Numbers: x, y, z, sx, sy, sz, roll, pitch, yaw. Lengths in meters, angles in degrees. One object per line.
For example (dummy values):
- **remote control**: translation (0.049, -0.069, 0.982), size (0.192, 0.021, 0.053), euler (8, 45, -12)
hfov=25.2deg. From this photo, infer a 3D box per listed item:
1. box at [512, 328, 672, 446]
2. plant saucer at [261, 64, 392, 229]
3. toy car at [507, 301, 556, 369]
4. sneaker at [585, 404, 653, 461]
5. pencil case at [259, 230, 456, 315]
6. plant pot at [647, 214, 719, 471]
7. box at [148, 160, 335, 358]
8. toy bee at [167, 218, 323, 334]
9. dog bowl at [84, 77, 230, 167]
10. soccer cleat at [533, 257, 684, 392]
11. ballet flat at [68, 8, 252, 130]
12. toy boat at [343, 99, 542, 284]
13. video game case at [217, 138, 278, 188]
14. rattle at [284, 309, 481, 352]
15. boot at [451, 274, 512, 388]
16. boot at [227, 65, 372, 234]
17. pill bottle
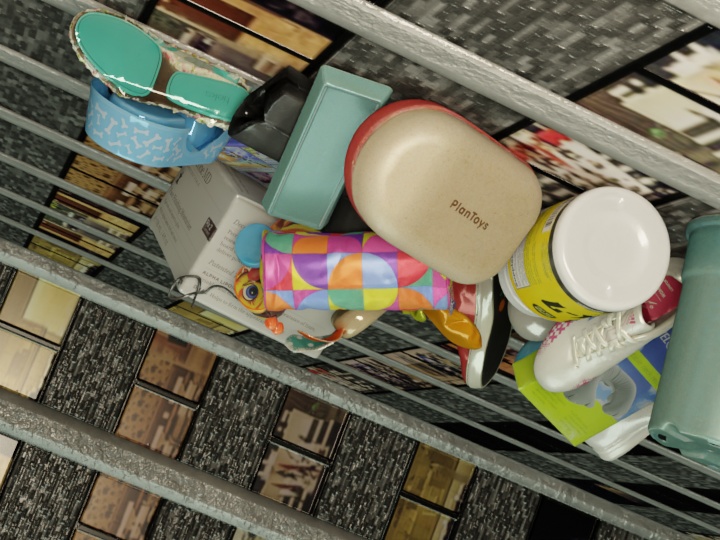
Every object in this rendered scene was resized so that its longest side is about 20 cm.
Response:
- **box**: translation (0.277, 0.096, 1.712), size (0.199, 0.048, 0.122), euler (-33, 125, 20)
- **plant saucer**: translation (-0.035, -0.109, 1.507), size (0.069, 0.019, 0.201), euler (17, 138, -10)
- **toy car**: translation (0.259, 0.098, 1.843), size (0.198, 0.152, 0.175), euler (9, 164, 37)
- **sneaker**: translation (0.337, 0.146, 1.938), size (0.088, 0.200, 0.075), euler (41, -154, -13)
- **pencil case**: translation (0.000, 0.000, 1.580), size (0.197, 0.090, 0.088), euler (1, 168, 2)
- **plant pot**: translation (0.359, 0.080, 1.459), size (0.198, 0.198, 0.200), euler (21, 170, 4)
- **box**: translation (-0.118, -0.028, 1.865), size (0.199, 0.131, 0.199), euler (28, -168, -27)
- **toy bee**: translation (-0.090, 0.009, 1.713), size (0.130, 0.200, 0.109), euler (7, -136, -54)
- **dog bowl**: translation (-0.202, -0.148, 1.623), size (0.111, 0.050, 0.200), euler (31, -163, 19)
- **soccer cleat**: translation (0.251, 0.055, 1.601), size (0.070, 0.199, 0.086), euler (51, -165, -3)
- **ballet flat**: translation (-0.197, -0.190, 1.573), size (0.199, 0.076, 0.064), euler (28, 176, -17)
- **toy boat**: translation (0.065, -0.084, 1.490), size (0.199, 0.131, 0.131), euler (31, -171, -38)
- **video game case**: translation (-0.057, -0.115, 1.727), size (0.180, 0.046, 0.199), euler (28, 167, -36)
- **rattle**: translation (0.024, 0.076, 1.739), size (0.129, 0.200, 0.144), euler (-13, 110, 36)
- **boot**: translation (0.101, 0.036, 1.881), size (0.143, 0.072, 0.202), euler (17, 126, 26)
- **boot**: translation (-0.048, -0.096, 1.576), size (0.199, 0.165, 0.066), euler (25, -147, -36)
- **pill bottle**: translation (0.206, -0.010, 1.540), size (0.113, 0.115, 0.200), euler (23, 169, -10)
